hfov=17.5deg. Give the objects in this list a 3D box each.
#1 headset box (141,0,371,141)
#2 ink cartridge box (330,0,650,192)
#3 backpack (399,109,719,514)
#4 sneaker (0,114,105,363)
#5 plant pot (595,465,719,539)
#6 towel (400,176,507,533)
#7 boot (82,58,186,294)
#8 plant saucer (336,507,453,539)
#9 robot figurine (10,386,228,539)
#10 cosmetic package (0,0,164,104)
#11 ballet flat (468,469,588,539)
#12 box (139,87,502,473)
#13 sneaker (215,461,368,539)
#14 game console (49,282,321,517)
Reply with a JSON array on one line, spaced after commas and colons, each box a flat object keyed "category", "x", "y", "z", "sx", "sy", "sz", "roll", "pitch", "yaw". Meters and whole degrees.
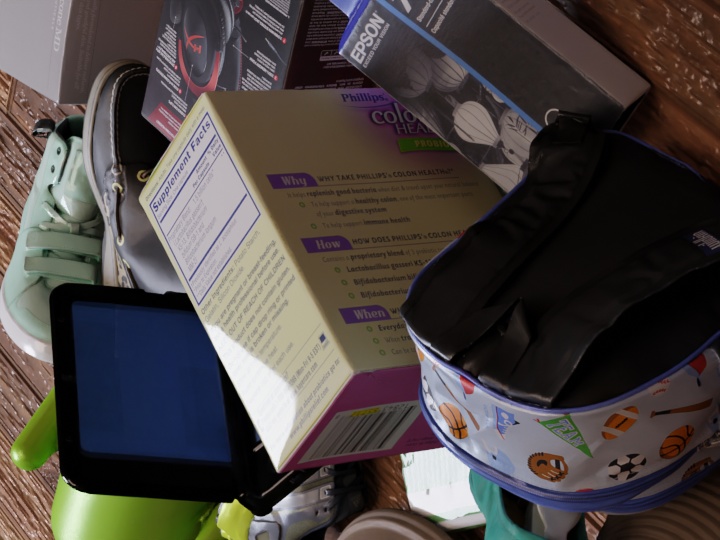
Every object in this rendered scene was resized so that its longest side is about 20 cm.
[{"category": "headset box", "x": -0.064, "y": -0.141, "z": 1.514, "sx": 0.149, "sy": 0.075, "sz": 0.200, "roll": 41, "pitch": 127, "yaw": 42}, {"category": "ink cartridge box", "x": 0.059, "y": -0.126, "z": 1.320, "sx": 0.200, "sy": 0.039, "sz": 0.100, "roll": 40, "pitch": 132, "yaw": 11}, {"category": "backpack", "x": 0.120, "y": 0.033, "z": 1.201, "sx": 0.200, "sy": 0.190, "sz": 0.154, "roll": 29, "pitch": 137, "yaw": 43}, {"category": "sneaker", "x": -0.214, "y": -0.030, "z": 1.687, "sx": 0.201, "sy": 0.074, "sz": 0.118, "roll": -100, "pitch": 25, "yaw": -50}, {"category": "plant pot", "x": 0.176, "y": 0.194, "z": 1.242, "sx": 0.201, "sy": 0.093, "sz": 0.201, "roll": 13, "pitch": 106, "yaw": 53}, {"category": "towel", "x": 0.065, "y": 0.055, "z": 1.425, "sx": 0.152, "sy": 0.023, "sz": 0.201, "roll": -21, "pitch": 78, "yaw": 52}, {"category": "boot", "x": -0.118, "y": -0.038, "z": 1.610, "sx": 0.154, "sy": 0.073, "sz": 0.204, "roll": 17, "pitch": 116, "yaw": 48}, {"category": "plant saucer", "x": 0.033, "y": 0.249, "z": 1.473, "sx": 0.200, "sy": 0.029, "sz": 0.201, "roll": 26, "pitch": 124, "yaw": 46}, {"category": "robot figurine", "x": -0.151, "y": 0.140, "z": 1.645, "sx": 0.175, "sy": 0.116, "sz": 0.200, "roll": 28, "pitch": 123, "yaw": 15}, {"category": "cosmetic package", "x": -0.229, "y": -0.198, "z": 1.716, "sx": 0.200, "sy": 0.090, "sz": 0.107, "roll": 30, "pitch": 117, "yaw": 50}, {"category": "ballet flat", "x": 0.100, "y": 0.127, "z": 1.271, "sx": 0.070, "sy": 0.067, "sz": 0.200, "roll": -60, "pitch": 10, "yaw": 20}, {"category": "box", "x": 0.000, "y": 0.000, "z": 1.339, "sx": 0.097, "sy": 0.176, "sz": 0.200, "roll": -53, "pitch": 55, "yaw": 40}, {"category": "sneaker", "x": -0.024, "y": 0.119, "z": 1.526, "sx": 0.081, "sy": 0.074, "sz": 0.200, "roll": 37, "pitch": 127, "yaw": 21}, {"category": "game console", "x": -0.089, "y": 0.044, "z": 1.437, "sx": 0.176, "sy": 0.116, "sz": 0.200, "roll": -41, "pitch": 34, "yaw": 20}]
